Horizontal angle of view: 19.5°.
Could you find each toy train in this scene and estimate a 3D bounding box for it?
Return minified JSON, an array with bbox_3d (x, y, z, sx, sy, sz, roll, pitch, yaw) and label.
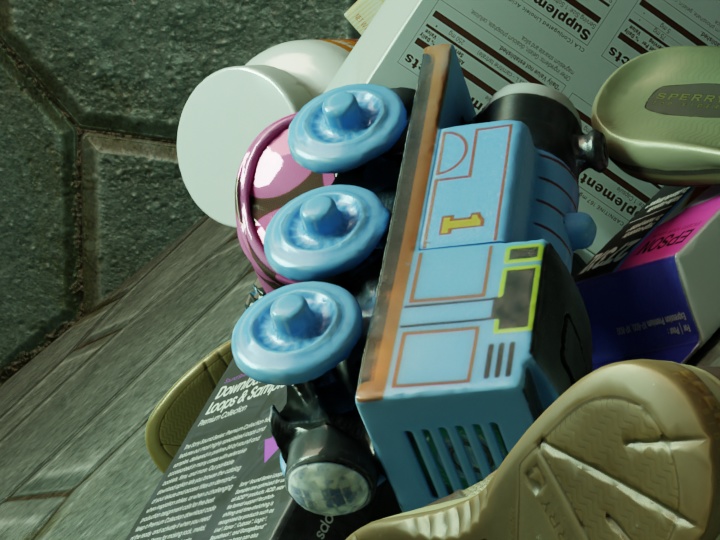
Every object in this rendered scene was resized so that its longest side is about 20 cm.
[{"bbox_3d":[0.027,0.003,0.742,0.114,0.087,0.200,-5,43,17],"label":"toy train"}]

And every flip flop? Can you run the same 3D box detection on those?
[{"bbox_3d":[0.157,-0.068,0.722,0.200,0.058,0.081,6,44,47],"label":"flip flop"}]

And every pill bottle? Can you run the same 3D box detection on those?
[{"bbox_3d":[-0.008,-0.073,1.167,0.112,0.112,0.200,-37,-15,31],"label":"pill bottle"}]

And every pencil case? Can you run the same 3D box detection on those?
[{"bbox_3d":[0.000,0.000,0.966,0.200,0.093,0.091,70,-156,-74],"label":"pencil case"}]

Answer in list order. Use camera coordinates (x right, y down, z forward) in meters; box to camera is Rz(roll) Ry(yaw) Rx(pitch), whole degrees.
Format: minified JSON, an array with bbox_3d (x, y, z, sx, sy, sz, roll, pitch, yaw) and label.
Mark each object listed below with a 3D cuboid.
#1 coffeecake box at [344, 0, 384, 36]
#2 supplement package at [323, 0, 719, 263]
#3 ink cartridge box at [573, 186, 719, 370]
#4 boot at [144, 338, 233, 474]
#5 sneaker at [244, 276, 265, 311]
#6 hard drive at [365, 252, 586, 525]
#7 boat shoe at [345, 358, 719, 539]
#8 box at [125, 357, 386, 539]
[{"bbox_3d":[0.112,-0.164,1.292,0.200,0.154,0.073,-34,11,47],"label":"coffeecake box"},{"bbox_3d":[0.101,-0.119,0.950,0.200,0.147,0.191,-56,7,0],"label":"supplement package"},{"bbox_3d":[0.140,-0.022,0.796,0.200,0.037,0.095,-46,9,-20],"label":"ink cartridge box"},{"bbox_3d":[-0.034,0.045,1.149,0.200,0.072,0.155,-36,7,-9],"label":"boot"},{"bbox_3d":[0.002,-0.003,1.333,0.200,0.075,0.087,-51,-23,-17],"label":"sneaker"},{"bbox_3d":[0.007,0.078,0.896,0.200,0.033,0.140,-35,10,41],"label":"hard drive"},{"bbox_3d":[0.054,0.081,0.565,0.072,0.072,0.200,-9,-27,-37],"label":"boat shoe"},{"bbox_3d":[-0.048,0.103,0.821,0.143,0.036,0.200,-22,35,55],"label":"box"}]
